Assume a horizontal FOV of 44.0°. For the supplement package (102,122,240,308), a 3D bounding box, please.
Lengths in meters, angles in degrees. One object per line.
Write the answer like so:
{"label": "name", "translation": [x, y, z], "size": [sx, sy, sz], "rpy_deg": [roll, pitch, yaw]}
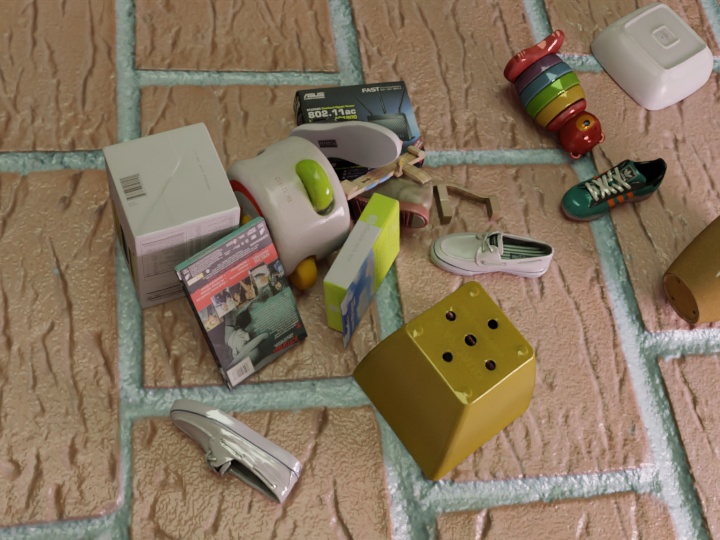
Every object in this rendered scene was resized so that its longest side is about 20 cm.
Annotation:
{"label": "supplement package", "translation": [-0.269, -0.074, 1.273], "size": [0.148, 0.201, 0.154], "rpy_deg": [-17, 65, -19]}

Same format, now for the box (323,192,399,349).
{"label": "box", "translation": [0.000, 0.000, 1.326], "size": [0.047, 0.123, 0.202], "rpy_deg": [20, 58, 17]}

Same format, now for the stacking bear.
{"label": "stacking bear", "translation": [0.350, -0.295, 1.564], "size": [0.120, 0.114, 0.202], "rpy_deg": [-30, 81, -14]}

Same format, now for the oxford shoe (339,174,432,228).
{"label": "oxford shoe", "translation": [0.021, -0.122, 1.416], "size": [0.196, 0.071, 0.076], "rpy_deg": [13, 66, 12]}

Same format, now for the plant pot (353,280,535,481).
{"label": "plant pot", "translation": [0.133, 0.134, 1.246], "size": [0.198, 0.177, 0.201], "rpy_deg": [-31, 70, -24]}

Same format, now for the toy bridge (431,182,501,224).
{"label": "toy bridge", "translation": [0.137, -0.112, 1.469], "size": [0.196, 0.027, 0.068], "rpy_deg": [-4, 61, -11]}

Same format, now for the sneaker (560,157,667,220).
{"label": "sneaker", "translation": [0.432, -0.148, 1.511], "size": [0.197, 0.080, 0.072], "rpy_deg": [-19, 66, -19]}

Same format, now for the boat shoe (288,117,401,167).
{"label": "boat shoe", "translation": [-0.016, -0.204, 1.365], "size": [0.197, 0.071, 0.066], "rpy_deg": [4, 35, 34]}

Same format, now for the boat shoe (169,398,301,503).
{"label": "boat shoe", "translation": [-0.176, 0.241, 1.190], "size": [0.197, 0.074, 0.066], "rpy_deg": [26, 55, 6]}

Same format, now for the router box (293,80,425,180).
{"label": "router box", "translation": [-0.003, -0.233, 1.490], "size": [0.196, 0.062, 0.152], "rpy_deg": [-8, 62, -14]}

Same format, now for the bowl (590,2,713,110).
{"label": "bowl", "translation": [0.564, -0.419, 1.693], "size": [0.198, 0.075, 0.201], "rpy_deg": [-29, 71, -23]}

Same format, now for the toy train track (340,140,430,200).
{"label": "toy train track", "translation": [0.036, -0.160, 1.367], "size": [0.114, 0.033, 0.199], "rpy_deg": [30, 41, 27]}

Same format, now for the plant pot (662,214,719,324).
{"label": "plant pot", "translation": [0.591, -0.002, 1.419], "size": [0.197, 0.187, 0.188], "rpy_deg": [-27, 68, -8]}

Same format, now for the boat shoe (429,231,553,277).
{"label": "boat shoe", "translation": [0.211, -0.037, 1.418], "size": [0.196, 0.067, 0.075], "rpy_deg": [3, 60, -9]}

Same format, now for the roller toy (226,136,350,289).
{"label": "roller toy", "translation": [-0.115, -0.090, 1.323], "size": [0.138, 0.203, 0.182], "rpy_deg": [-28, 46, -23]}

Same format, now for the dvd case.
{"label": "dvd case", "translation": [-0.163, 0.047, 1.247], "size": [0.145, 0.203, 0.022], "rpy_deg": [-34, 30, -25]}
